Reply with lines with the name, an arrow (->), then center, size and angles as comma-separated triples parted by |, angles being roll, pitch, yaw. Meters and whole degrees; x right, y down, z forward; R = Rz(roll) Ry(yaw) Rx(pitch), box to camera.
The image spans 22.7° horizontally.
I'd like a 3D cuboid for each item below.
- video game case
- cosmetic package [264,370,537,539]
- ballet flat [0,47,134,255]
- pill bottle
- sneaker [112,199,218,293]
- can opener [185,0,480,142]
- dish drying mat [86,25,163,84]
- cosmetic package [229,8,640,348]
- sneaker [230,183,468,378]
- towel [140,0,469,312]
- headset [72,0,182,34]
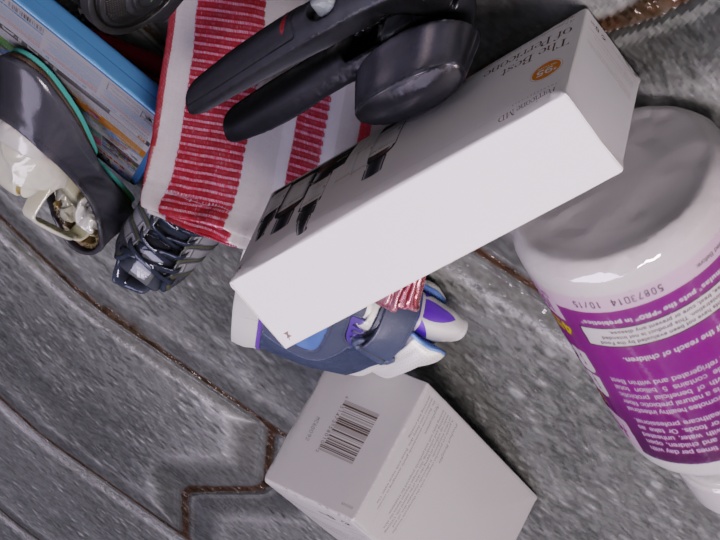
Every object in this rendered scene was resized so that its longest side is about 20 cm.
video game case -> -0.185, -0.122, 1.150 | 0.143, 0.018, 0.200 | 39, 165, -6
cosmetic package -> 0.033, 0.151, 1.229 | 0.084, 0.108, 0.200 | 19, 161, 35
ballet flat -> -0.204, -0.068, 1.190 | 0.073, 0.073, 0.200 | 27, 163, 22
pill bottle -> 0.160, 0.027, 0.867 | 0.112, 0.113, 0.201 | 10, 144, 46
sneaker -> -0.119, -0.028, 1.178 | 0.074, 0.081, 0.200 | 32, 163, -5
can opener -> -0.020, -0.108, 0.888 | 0.199, 0.079, 0.063 | -13, 132, 44
dish drying mat -> -0.106, -0.100, 1.125 | 0.199, 0.018, 0.077 | 25, 155, 27
cosmetic package -> 0.033, -0.042, 0.844 | 0.199, 0.083, 0.051 | -29, 115, 30
sneaker -> 0.000, 0.000, 1.087 | 0.145, 0.081, 0.200 | 11, 150, -3
towel -> -0.037, -0.074, 0.962 | 0.199, 0.023, 0.145 | 21, 107, 34
headset -> -0.155, -0.167, 0.916 | 0.123, 0.094, 0.200 | 41, -175, 0
